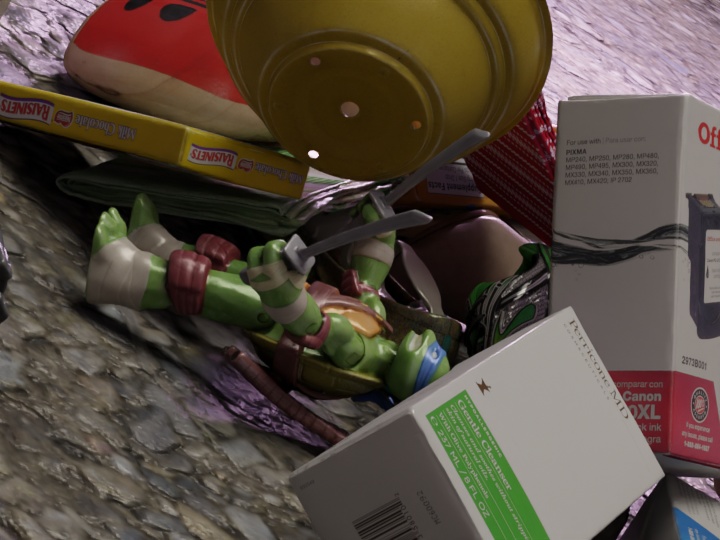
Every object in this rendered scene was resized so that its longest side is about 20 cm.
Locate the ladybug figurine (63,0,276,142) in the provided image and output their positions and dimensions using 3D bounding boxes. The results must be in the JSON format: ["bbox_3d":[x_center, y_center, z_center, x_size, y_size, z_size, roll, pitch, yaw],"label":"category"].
[{"bbox_3d":[-0.106,-0.132,1.803,0.135,0.072,0.199,4,13,-44],"label":"ladybug figurine"}]

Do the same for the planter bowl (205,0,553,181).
[{"bbox_3d":[0.001,-0.111,1.560,0.200,0.201,0.084,30,44,-11],"label":"planter bowl"}]

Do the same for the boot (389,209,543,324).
[{"bbox_3d":[0.110,0.034,1.843,0.146,0.070,0.199,51,33,18],"label":"boot"}]

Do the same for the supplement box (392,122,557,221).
[{"bbox_3d":[0.060,-0.067,1.871,0.066,0.069,0.199,-9,-9,34],"label":"supplement box"}]

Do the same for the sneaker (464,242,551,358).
[{"bbox_3d":[0.087,0.057,1.644,0.085,0.078,0.200,24,40,13],"label":"sneaker"}]

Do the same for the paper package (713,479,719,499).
[{"bbox_3d":[0.284,0.091,1.741,0.103,0.201,0.191,-18,34,-9],"label":"paper package"}]

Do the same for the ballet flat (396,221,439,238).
[{"bbox_3d":[0.024,-0.052,1.916,0.068,0.063,0.200,36,15,28],"label":"ballet flat"}]

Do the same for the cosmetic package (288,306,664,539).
[{"bbox_3d":[0.061,0.102,1.400,0.108,0.085,0.200,59,31,0],"label":"cosmetic package"}]

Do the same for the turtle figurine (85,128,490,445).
[{"bbox_3d":[-0.037,-0.017,1.509,0.193,0.201,0.144,13,44,11],"label":"turtle figurine"}]

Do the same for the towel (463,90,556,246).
[{"bbox_3d":[0.087,-0.082,1.720,0.145,0.022,0.200,40,-14,42],"label":"towel"}]

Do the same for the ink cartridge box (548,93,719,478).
[{"bbox_3d":[0.173,0.011,1.603,0.084,0.202,0.144,-1,-9,31],"label":"ink cartridge box"}]

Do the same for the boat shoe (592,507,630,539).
[{"bbox_3d":[0.071,0.116,1.534,0.199,0.057,0.067,18,22,-43],"label":"boat shoe"}]

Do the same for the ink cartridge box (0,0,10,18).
[{"bbox_3d":[-0.296,-0.203,1.656,0.199,0.117,0.068,32,16,-2],"label":"ink cartridge box"}]

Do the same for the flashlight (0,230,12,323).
[{"bbox_3d":[-0.223,-0.048,1.441,0.067,0.068,0.200,-2,29,-16],"label":"flashlight"}]

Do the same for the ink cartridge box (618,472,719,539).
[{"bbox_3d":[0.240,0.205,1.579,0.199,0.067,0.116,30,16,-9],"label":"ink cartridge box"}]

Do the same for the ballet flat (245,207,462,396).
[{"bbox_3d":[0.000,0.000,1.720,0.070,0.071,0.200,17,22,-43],"label":"ballet flat"}]

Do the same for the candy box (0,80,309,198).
[{"bbox_3d":[-0.133,-0.078,1.631,0.199,0.027,0.102,16,3,43],"label":"candy box"}]

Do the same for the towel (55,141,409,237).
[{"bbox_3d":[-0.069,-0.053,1.703,0.151,0.024,0.200,10,13,21],"label":"towel"}]

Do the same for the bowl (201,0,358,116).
[{"bbox_3d":[-0.055,-0.160,1.891,0.199,0.200,0.075,33,43,3],"label":"bowl"}]
